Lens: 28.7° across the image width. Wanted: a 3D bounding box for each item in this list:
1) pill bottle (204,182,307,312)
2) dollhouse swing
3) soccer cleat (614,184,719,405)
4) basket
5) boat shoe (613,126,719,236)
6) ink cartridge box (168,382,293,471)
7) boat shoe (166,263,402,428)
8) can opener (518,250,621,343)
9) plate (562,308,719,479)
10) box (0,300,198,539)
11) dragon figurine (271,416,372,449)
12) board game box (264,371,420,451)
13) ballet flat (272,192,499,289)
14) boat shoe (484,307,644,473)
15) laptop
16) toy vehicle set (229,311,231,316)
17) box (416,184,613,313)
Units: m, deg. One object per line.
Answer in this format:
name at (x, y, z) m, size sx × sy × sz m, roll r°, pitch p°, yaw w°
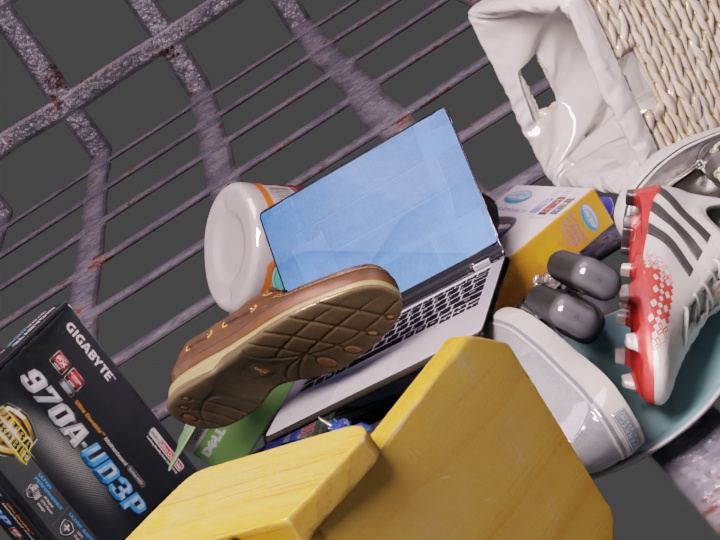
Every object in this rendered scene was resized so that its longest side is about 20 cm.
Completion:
pill bottle at (-0.027, -0.017, 1.248) m, size 0.200 × 0.114 × 0.114 m, roll 2°, pitch 1°, yaw -29°
dollhouse swing at (0.010, 0.158, 0.752) m, size 0.182 × 0.200 × 0.176 m, roll -20°, pitch 23°, yaw 34°
soccer cleat at (0.213, 0.011, 0.928) m, size 0.085 × 0.069 × 0.200 m, roll 3°, pitch 38°, yaw 10°
basket at (0.234, -0.191, 1.271) m, size 0.161 × 0.198 × 0.200 m, roll -34°, pitch 18°, yaw -15°
boat shoe at (0.290, -0.078, 1.087) m, size 0.200 × 0.071 × 0.064 m, roll -30°, pitch 18°, yaw 3°
ink cartridge box at (-0.100, 0.105, 1.196) m, size 0.104 × 0.059 × 0.200 m, roll -57°, pitch 7°, yaw 13°
boat shoe at (-0.059, 0.042, 1.002) m, size 0.200 × 0.072 × 0.068 m, roll -30°, pitch 45°, yaw 26°
can opener at (0.148, 0.020, 0.936) m, size 0.053 × 0.067 × 0.200 m, roll -59°, pitch 2°, yaw 2°
plate at (0.168, 0.087, 0.946) m, size 0.200 × 0.026 × 0.200 m, roll -29°, pitch 20°, yaw 11°
box at (-0.247, 0.153, 1.185) m, size 0.046 × 0.200 × 0.159 m, roll -18°, pitch 23°, yaw 43°
dragon figurine at (-0.049, 0.159, 1.004) m, size 0.200 × 0.099 × 0.059 m, roll -15°, pitch 25°, yaw 43°
board game box at (0.024, 0.090, 1.144) m, size 0.199 × 0.041 × 0.200 m, roll -26°, pitch 19°, yaw 19°
ballet flat at (0.025, -0.017, 1.141) m, size 0.200 × 0.068 × 0.068 m, roll -15°, pitch 13°, yaw 25°
boat shoe at (0.107, 0.081, 0.913) m, size 0.071 × 0.070 × 0.201 m, roll -32°, pitch 21°, yaw -7°
laptop at (0.000, 0.000, 1.044) m, size 0.187 × 0.116 × 0.200 m, roll -29°, pitch 15°, yaw 24°
toy vehicle set at (-0.046, 0.003, 1.373) m, size 0.027 × 0.124 × 0.200 m, roll 35°, pitch 61°, yaw 24°
box at (0.110, -0.011, 1.134) m, size 0.200 × 0.041 × 0.119 m, roll -41°, pitch 20°, yaw -17°
